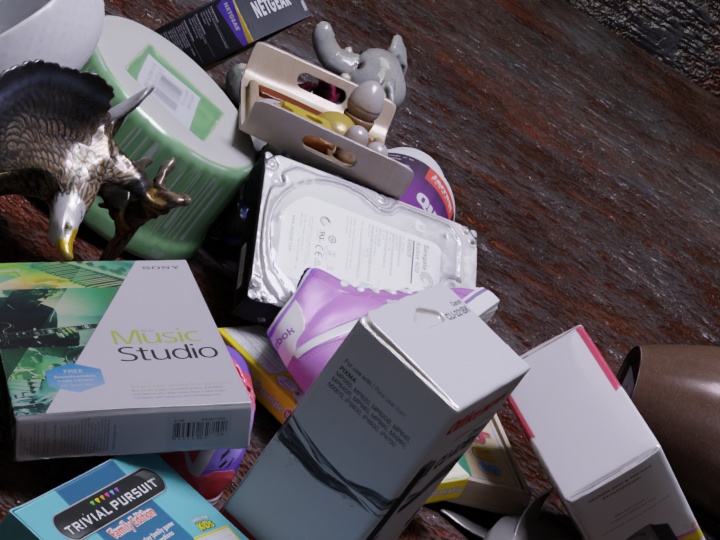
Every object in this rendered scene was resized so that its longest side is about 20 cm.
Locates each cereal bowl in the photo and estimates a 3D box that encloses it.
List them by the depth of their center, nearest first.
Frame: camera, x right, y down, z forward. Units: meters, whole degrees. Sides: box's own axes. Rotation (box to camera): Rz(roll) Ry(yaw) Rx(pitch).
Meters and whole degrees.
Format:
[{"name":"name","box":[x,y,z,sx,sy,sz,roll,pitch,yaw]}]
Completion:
[{"name":"cereal bowl","box":[-0.275,-0.156,1.274,0.201,0.198,0.084,-98,164,-63]}]

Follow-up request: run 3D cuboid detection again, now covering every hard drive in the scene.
[{"name":"hard drive","box":[0.000,0.000,1.355,0.198,0.038,0.141,21,54,-21]}]

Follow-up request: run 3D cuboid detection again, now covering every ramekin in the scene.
[{"name":"ramekin","box":[-0.179,-0.112,1.385,0.200,0.098,0.201,39,21,-18]}]

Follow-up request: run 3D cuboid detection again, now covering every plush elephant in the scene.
[{"name":"plush elephant","box":[-0.024,-0.175,1.729,0.199,0.155,0.165,31,21,-14]}]

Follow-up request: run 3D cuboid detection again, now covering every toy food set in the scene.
[{"name":"toy food set","box":[-0.028,-0.135,1.451,0.142,0.061,0.200,24,17,-12]}]

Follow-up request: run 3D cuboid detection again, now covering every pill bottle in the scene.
[{"name":"pill bottle","box":[0.021,-0.035,1.521,0.112,0.113,0.200,34,31,-5]}]

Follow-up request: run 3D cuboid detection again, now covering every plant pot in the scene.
[{"name":"plant pot","box":[0.340,0.149,1.627,0.198,0.188,0.187,19,22,-3]}]

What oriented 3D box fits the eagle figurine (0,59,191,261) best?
[{"name":"eagle figurine","box":[-0.221,-0.073,1.182,0.199,0.153,0.151,21,12,-32]}]

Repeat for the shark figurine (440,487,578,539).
[{"name":"shark figurine","box":[0.122,0.205,1.245,0.128,0.090,0.215,35,18,0]}]

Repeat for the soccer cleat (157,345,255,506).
[{"name":"soccer cleat","box":[-0.095,0.091,1.155,0.068,0.073,0.200,33,21,-8]}]

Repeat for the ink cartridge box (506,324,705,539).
[{"name":"ink cartridge box","box":[0.195,0.164,1.329,0.201,0.085,0.148,57,3,-43]}]

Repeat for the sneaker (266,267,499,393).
[{"name":"sneaker","box":[0.015,0.029,1.279,0.200,0.073,0.114,-22,64,-46]}]

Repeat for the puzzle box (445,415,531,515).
[{"name":"puzzle box","box":[0.052,0.115,1.380,0.132,0.026,0.201,16,27,-23]}]

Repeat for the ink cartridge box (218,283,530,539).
[{"name":"ink cartridge box","box":[0.002,0.117,1.071,0.084,0.201,0.144,40,21,14]}]

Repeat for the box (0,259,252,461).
[{"name":"box","box":[-0.160,0.051,1.081,0.143,0.037,0.200,-1,25,-19]}]

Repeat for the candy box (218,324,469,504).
[{"name":"candy box","box":[-0.018,0.105,1.272,0.102,0.027,0.200,1,33,-49]}]

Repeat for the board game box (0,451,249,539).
[{"name":"board game box","box":[-0.098,0.196,0.960,0.200,0.047,0.151,41,21,11]}]

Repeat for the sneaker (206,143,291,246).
[{"name":"sneaker","box":[-0.075,-0.058,1.509,0.089,0.079,0.200,34,20,3]}]

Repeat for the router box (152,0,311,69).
[{"name":"router box","box":[-0.147,-0.219,1.621,0.053,0.156,0.200,63,20,-7]}]
